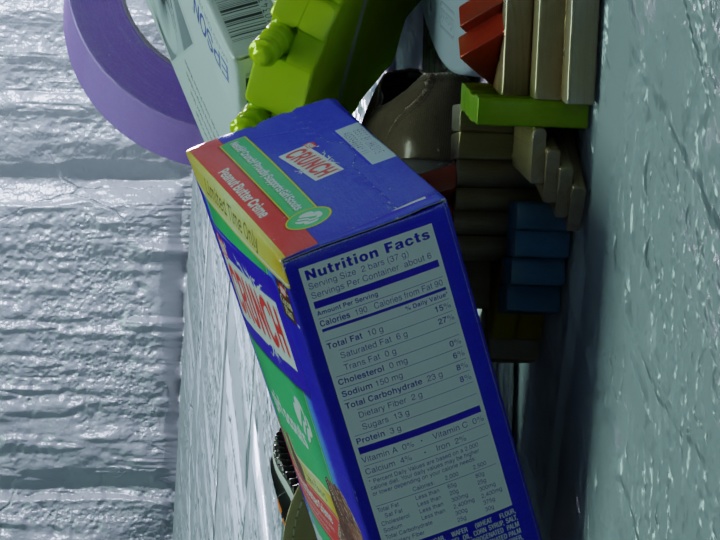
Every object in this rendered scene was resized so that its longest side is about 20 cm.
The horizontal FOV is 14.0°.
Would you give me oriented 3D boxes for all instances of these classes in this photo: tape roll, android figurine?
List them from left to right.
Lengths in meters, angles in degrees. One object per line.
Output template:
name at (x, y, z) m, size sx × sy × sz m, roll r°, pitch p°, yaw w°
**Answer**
tape roll at (-0.083, -0.166, 1.812) m, size 0.066 × 0.199 × 0.201 m, roll 110°, pitch 161°, yaw -69°
android figurine at (-0.010, -0.130, 1.449) m, size 0.200 × 0.041 × 0.182 m, roll -51°, pitch -17°, yaw -48°

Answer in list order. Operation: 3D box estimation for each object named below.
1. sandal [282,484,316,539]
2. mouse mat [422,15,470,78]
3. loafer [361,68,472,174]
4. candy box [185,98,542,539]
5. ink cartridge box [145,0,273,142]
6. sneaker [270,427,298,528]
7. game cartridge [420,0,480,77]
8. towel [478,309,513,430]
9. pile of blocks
sandal at (0.009, 0.101, 1.624) m, size 0.070 × 0.077 × 0.213 m, roll -4°, pitch -79°, yaw -77°
mouse mat at (0.044, -0.097, 1.554) m, size 0.161 × 0.007 × 0.201 m, roll 174°, pitch 96°, yaw -83°
loafer at (0.031, -0.060, 1.429) m, size 0.200 × 0.073 × 0.071 m, roll 177°, pitch 104°, yaw -75°
candy box at (0.006, 0.047, 1.222) m, size 0.169 × 0.077 × 0.201 m, roll -132°, pitch 24°, yaw -68°
ink cartridge box at (-0.078, -0.118, 1.626) m, size 0.200 × 0.040 × 0.200 m, roll 87°, pitch 163°, yaw -49°
sneaker at (-0.019, 0.163, 1.753) m, size 0.200 × 0.070 × 0.090 m, roll -109°, pitch 24°, yaw -65°
game cartridge at (0.057, -0.157, 1.338) m, size 0.200 × 0.040 × 0.134 m, roll -115°, pitch 30°, yaw -75°
towel at (0.047, 0.077, 1.424) m, size 0.200 × 0.024 × 0.148 m, roll -157°, pitch 69°, yaw -83°
pile of blocks at (0.055, -0.035, 1.218) m, size 0.082 × 0.062 × 0.201 m, roll -98°, pitch 11°, yaw -55°
